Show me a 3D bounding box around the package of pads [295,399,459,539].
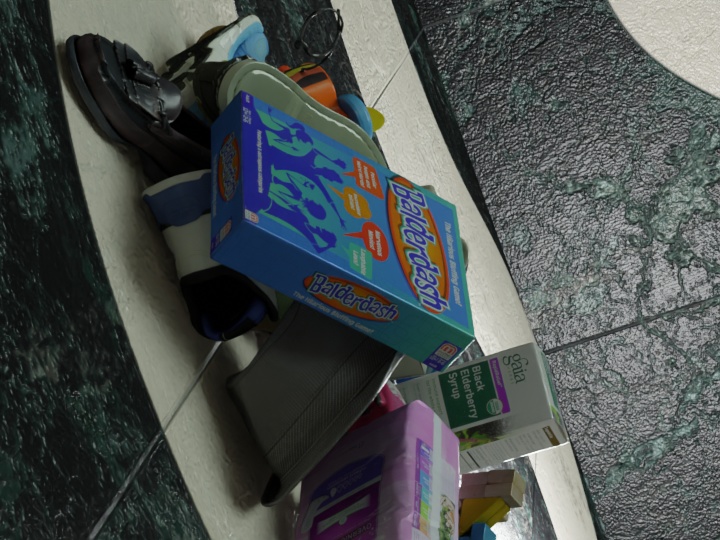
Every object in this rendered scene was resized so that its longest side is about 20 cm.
[{"bbox_3d":[0.011,0.201,1.400,0.076,0.120,0.200,42,30,-26],"label":"package of pads"}]

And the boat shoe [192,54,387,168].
[{"bbox_3d":[-0.050,-0.101,1.457,0.061,0.072,0.201,19,-17,47],"label":"boat shoe"}]

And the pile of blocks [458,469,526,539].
[{"bbox_3d":[0.059,0.238,1.460,0.062,0.200,0.082,48,5,-48],"label":"pile of blocks"}]

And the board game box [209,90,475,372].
[{"bbox_3d":[-0.014,-0.029,1.345,0.200,0.045,0.152,27,34,-25],"label":"board game box"}]

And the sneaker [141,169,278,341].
[{"bbox_3d":[-0.096,-0.002,1.411,0.199,0.080,0.115,15,60,-69],"label":"sneaker"}]

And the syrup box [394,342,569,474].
[{"bbox_3d":[0.083,0.140,1.721,0.081,0.200,0.079,52,23,-61],"label":"syrup box"}]

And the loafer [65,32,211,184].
[{"bbox_3d":[-0.147,-0.118,1.355,0.200,0.063,0.072,54,20,-59],"label":"loafer"}]

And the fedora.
[{"bbox_3d":[-0.040,0.080,1.400,0.090,0.177,0.200,41,25,1],"label":"fedora"}]

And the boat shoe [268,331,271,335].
[{"bbox_3d":[-0.057,0.032,1.583,0.200,0.072,0.068,65,-26,20],"label":"boat shoe"}]

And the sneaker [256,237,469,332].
[{"bbox_3d":[0.000,0.000,1.526,0.090,0.200,0.067,-52,-133,49],"label":"sneaker"}]

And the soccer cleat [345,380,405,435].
[{"bbox_3d":[0.037,0.189,1.570,0.086,0.070,0.200,10,62,-36],"label":"soccer cleat"}]

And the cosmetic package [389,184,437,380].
[{"bbox_3d":[0.019,0.012,1.770,0.200,0.103,0.073,-76,152,-47],"label":"cosmetic package"}]

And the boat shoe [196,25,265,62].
[{"bbox_3d":[-0.079,-0.133,1.685,0.200,0.071,0.069,61,5,-9],"label":"boat shoe"}]

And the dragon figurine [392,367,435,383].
[{"bbox_3d":[0.051,0.085,1.828,0.099,0.200,0.059,43,-11,0],"label":"dragon figurine"}]

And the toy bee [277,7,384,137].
[{"bbox_3d":[-0.037,-0.135,1.613,0.109,0.131,0.200,30,-66,51],"label":"toy bee"}]

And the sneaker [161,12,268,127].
[{"bbox_3d":[-0.113,-0.143,1.527,0.090,0.078,0.200,57,23,-16],"label":"sneaker"}]
